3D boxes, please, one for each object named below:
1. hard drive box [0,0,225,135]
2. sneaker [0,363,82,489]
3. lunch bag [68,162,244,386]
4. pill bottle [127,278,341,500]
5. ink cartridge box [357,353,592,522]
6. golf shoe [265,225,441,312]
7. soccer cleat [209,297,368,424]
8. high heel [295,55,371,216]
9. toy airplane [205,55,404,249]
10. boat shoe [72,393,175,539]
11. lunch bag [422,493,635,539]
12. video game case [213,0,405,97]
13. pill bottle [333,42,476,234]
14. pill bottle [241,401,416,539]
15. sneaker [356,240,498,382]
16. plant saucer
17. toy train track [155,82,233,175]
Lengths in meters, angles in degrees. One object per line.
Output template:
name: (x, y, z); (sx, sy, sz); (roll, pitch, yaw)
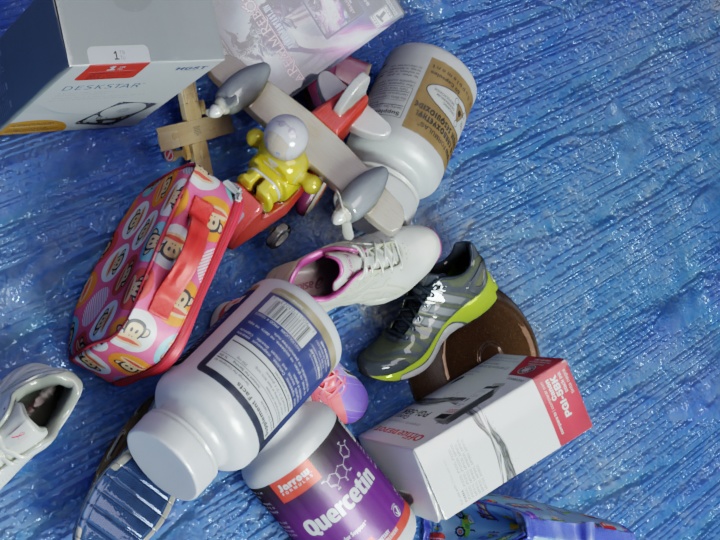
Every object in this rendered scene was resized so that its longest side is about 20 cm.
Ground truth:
hard drive box: (-0.242, -0.193, 1.182); (0.154, 0.199, 0.078); (-10, 83, -35)
sneaker: (-0.316, 0.149, 1.105); (0.078, 0.099, 0.201); (46, 57, -16)
lunch bag: (-0.185, 0.000, 1.187); (0.081, 0.176, 0.202); (31, 63, -22)
pill bottle: (-0.115, 0.109, 1.163); (0.112, 0.111, 0.200); (53, 55, -12)
ink cartridge box: (0.117, 0.169, 1.347); (0.199, 0.146, 0.084); (-28, 99, -23)
golf shoe: (0.000, 0.000, 1.320); (0.198, 0.092, 0.076); (-21, 84, -17)
soccer cleat: (-0.061, 0.094, 1.314); (0.199, 0.073, 0.069); (38, 60, -21)
high heel: (-0.061, -0.159, 1.400); (0.095, 0.068, 0.202); (21, 65, -5)
toy airplane: (-0.058, -0.126, 1.286); (0.197, 0.141, 0.202); (-3, 78, 4)
boat shoe: (-0.205, 0.187, 1.189); (0.072, 0.072, 0.201); (46, 54, -18)
lunch bag: (0.180, 0.277, 1.358); (0.149, 0.199, 0.095); (15, 69, -30)
video game case: (-0.068, -0.277, 1.366); (0.199, 0.019, 0.144); (-37, 104, -11)
pill bottle: (0.046, -0.142, 1.424); (0.114, 0.114, 0.202); (36, 60, -22)
pill bottle: (-0.041, 0.211, 1.275); (0.201, 0.112, 0.113); (52, 56, -13)
sneaker: (0.065, 0.042, 1.394); (0.200, 0.073, 0.082); (-42, 130, -27)
plant saucer: (0.141, 0.104, 1.478); (0.198, 0.037, 0.203); (9, 73, -32)
toy train track: (-0.186, -0.184, 1.310); (0.114, 0.032, 0.203); (-23, 107, -53)
